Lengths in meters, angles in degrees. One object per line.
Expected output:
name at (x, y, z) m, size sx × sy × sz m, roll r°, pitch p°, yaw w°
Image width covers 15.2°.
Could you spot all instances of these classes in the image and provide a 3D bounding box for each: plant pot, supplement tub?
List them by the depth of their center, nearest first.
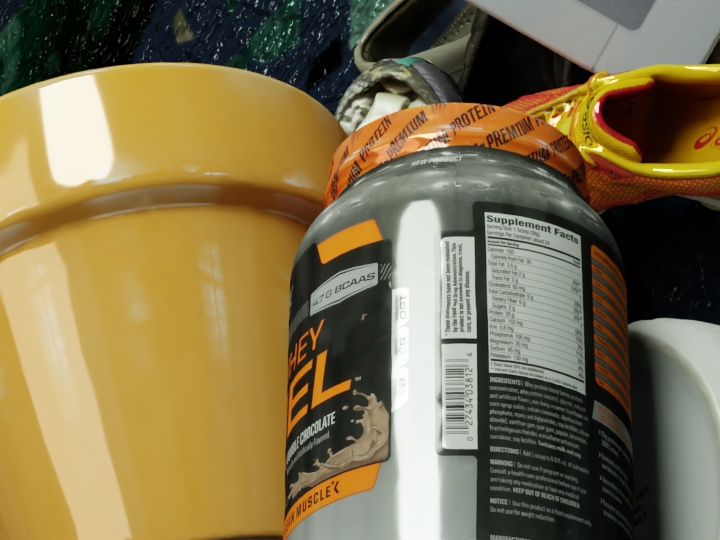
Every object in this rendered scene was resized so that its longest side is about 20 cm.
supplement tub at (0.035, 0.051, 0.958) m, size 0.122 × 0.122 × 0.201 m, roll -33°, pitch 46°, yaw 44°
plant pot at (-0.083, 0.050, 1.069) m, size 0.200 × 0.199 × 0.184 m, roll -39°, pitch 52°, yaw 39°

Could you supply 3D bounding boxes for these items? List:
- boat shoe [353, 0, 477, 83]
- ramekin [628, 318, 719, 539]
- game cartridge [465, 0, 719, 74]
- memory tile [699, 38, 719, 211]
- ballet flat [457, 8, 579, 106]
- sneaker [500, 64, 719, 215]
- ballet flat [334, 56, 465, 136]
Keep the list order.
boat shoe at (0.076, -0.134, 1.277) m, size 0.201 × 0.060 × 0.072 m, roll -36°, pitch 43°, yaw 42°
ramekin at (0.122, 0.113, 1.018) m, size 0.200 × 0.105 × 0.201 m, roll -34°, pitch 45°, yaw 43°
game cartridge at (0.080, -0.171, 1.149) m, size 0.134 × 0.199 × 0.042 m, roll -60°, pitch 2°, yaw 10°
memory tile at (0.212, -0.101, 1.090) m, size 0.200 × 0.017 × 0.154 m, roll -10°, pitch 64°, yaw 54°
ballet flat at (0.068, -0.087, 1.223) m, size 0.066 × 0.057 × 0.201 m, roll 16°, pitch 108°, yaw 22°
sneaker at (0.098, -0.056, 1.114) m, size 0.199 × 0.077 × 0.073 m, roll -10°, pitch 64°, yaw 39°
ballet flat at (0.000, 0.000, 1.203) m, size 0.072 × 0.072 × 0.201 m, roll 4°, pitch 82°, yaw 58°
